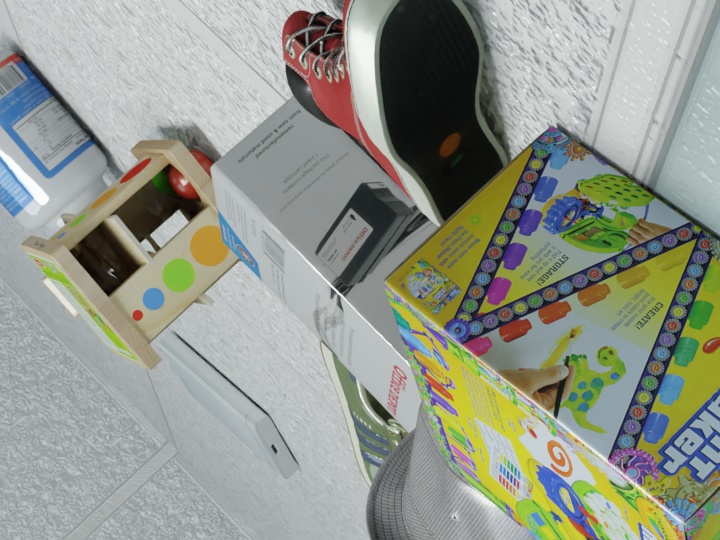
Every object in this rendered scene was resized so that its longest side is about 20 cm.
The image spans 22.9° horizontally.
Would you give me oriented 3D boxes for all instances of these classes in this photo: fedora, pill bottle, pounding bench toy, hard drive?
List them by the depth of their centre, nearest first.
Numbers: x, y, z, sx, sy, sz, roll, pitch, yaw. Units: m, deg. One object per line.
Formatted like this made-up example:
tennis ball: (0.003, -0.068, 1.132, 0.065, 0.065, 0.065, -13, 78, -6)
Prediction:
fedora: (0.094, 0.119, 1.051, 0.200, 0.177, 0.091, 36, 151, 36)
pounding bench toy: (-0.186, -0.025, 1.502, 0.124, 0.156, 0.200, 51, 166, -18)
pill bottle: (-0.324, -0.112, 1.769, 0.200, 0.112, 0.112, 50, 166, -7)
hard drive: (-0.167, 0.170, 2.232, 0.200, 0.027, 0.132, 38, 162, 37)

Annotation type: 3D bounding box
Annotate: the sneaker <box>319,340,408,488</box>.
sneaker: (0.033, 0.126, 1.398, 0.201, 0.067, 0.090, 66, 161, -14)

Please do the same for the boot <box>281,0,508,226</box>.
boot: (-0.003, -0.114, 0.913, 0.144, 0.072, 0.200, 42, 168, 27)

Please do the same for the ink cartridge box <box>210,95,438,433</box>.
ink cartridge box: (0.000, 0.000, 1.168, 0.200, 0.084, 0.145, 46, 166, 12)

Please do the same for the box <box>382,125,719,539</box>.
box: (0.134, 0.071, 0.888, 0.192, 0.122, 0.200, 39, 163, 30)
